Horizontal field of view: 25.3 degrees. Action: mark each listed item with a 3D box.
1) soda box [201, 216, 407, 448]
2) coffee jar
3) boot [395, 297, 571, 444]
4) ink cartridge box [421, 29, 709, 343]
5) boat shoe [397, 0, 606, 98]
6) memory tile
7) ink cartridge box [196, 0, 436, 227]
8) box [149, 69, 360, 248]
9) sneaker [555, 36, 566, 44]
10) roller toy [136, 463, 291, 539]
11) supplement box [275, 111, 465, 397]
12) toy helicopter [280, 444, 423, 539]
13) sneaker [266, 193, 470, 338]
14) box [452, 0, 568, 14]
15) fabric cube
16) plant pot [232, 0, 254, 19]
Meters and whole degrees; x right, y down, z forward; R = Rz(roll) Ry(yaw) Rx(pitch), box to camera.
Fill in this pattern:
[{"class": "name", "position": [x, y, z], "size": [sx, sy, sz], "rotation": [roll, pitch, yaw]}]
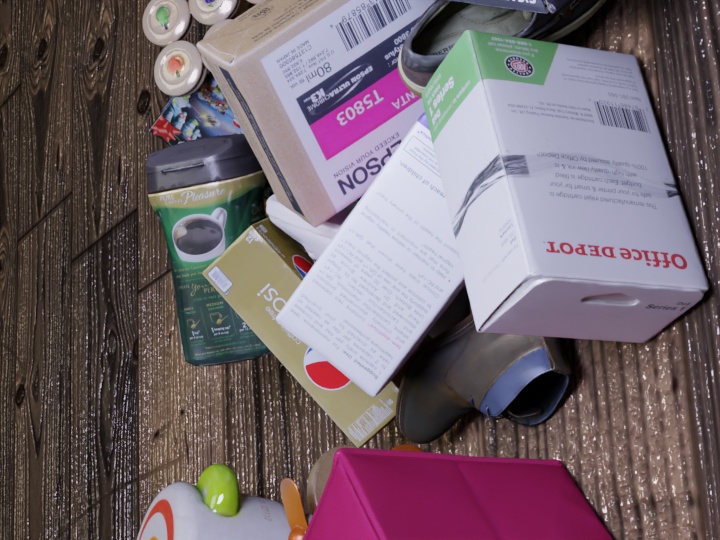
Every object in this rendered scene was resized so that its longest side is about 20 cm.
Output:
[{"class": "soda box", "position": [-0.039, 0.051, 1.356], "size": [0.064, 0.200, 0.068], "rotation": [-42, -1, 15]}, {"class": "coffee jar", "position": [-0.126, -0.020, 1.444], "size": [0.104, 0.085, 0.201], "rotation": [-8, 98, 20]}, {"class": "boot", "position": [0.091, 0.093, 1.233], "size": [0.200, 0.074, 0.097], "rotation": [-57, 35, 37]}, {"class": "ink cartridge box", "position": [0.137, -0.056, 1.103], "size": [0.084, 0.146, 0.201], "rotation": [-50, 42, 50]}, {"class": "boat shoe", "position": [0.114, -0.195, 1.150], "size": [0.072, 0.201, 0.066], "rotation": [56, 178, 8]}, {"class": "memory tile", "position": [-0.106, -0.246, 1.387], "size": [0.199, 0.017, 0.154], "rotation": [-21, 73, 22]}, {"class": "ink cartridge box", "position": [-0.004, -0.159, 1.275], "size": [0.075, 0.200, 0.165], "rotation": [37, 160, 56]}, {"class": "box", "position": [-0.084, -0.112, 1.480], "size": [0.137, 0.200, 0.040], "rotation": [-42, 14, 52]}, {"class": "sneaker", "position": [0.133, -0.205, 1.220], "size": [0.083, 0.071, 0.200], "rotation": [163, 113, -66]}, {"class": "roller toy", "position": [-0.138, 0.304, 1.542], "size": [0.200, 0.139, 0.183], "rotation": [129, 149, -48]}, {"class": "supplement box", "position": [0.040, -0.017, 1.230], "size": [0.200, 0.103, 0.101], "rotation": [-55, -5, 14]}, {"class": "toy helicopter", "position": [-0.001, 0.238, 1.311], "size": [0.079, 0.132, 0.201], "rotation": [-45, 47, 48]}, {"class": "sneaker", "position": [0.000, 0.000, 1.340], "size": [0.200, 0.075, 0.089], "rotation": [26, 115, 22]}, {"class": "box", "position": [0.129, -0.258, 1.116], "size": [0.200, 0.198, 0.050], "rotation": [19, 146, 54]}, {"class": "fabric cube", "position": [0.068, 0.262, 1.108], "size": [0.200, 0.199, 0.197], "rotation": [59, 135, 49]}, {"class": "plant pot", "position": [-0.082, -0.315, 1.515], "size": [0.201, 0.200, 0.183], "rotation": [-57, 46, 39]}]
